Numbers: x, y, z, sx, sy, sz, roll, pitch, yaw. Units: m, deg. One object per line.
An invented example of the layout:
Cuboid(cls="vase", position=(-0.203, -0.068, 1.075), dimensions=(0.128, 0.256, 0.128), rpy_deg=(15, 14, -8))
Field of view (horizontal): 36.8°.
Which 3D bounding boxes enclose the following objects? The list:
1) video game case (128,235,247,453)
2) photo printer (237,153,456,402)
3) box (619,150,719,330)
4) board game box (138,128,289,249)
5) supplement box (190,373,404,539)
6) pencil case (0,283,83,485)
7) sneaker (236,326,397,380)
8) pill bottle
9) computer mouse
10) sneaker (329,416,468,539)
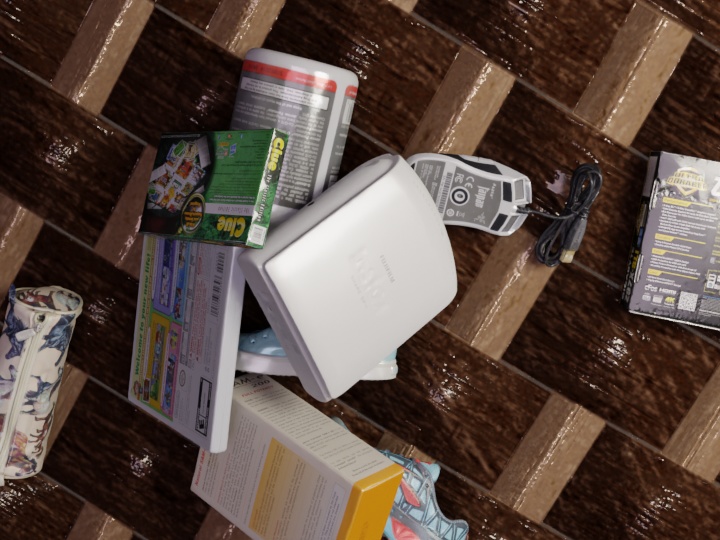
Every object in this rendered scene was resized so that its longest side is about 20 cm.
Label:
Cuboid(cls="video game case", position=(-0.173, 0.054, 1.065), dimensions=(0.022, 0.181, 0.204), rpy_deg=(1, 100, -38))
Cuboid(cls="photo printer", position=(0.000, 0.000, 1.021), dimensions=(0.199, 0.069, 0.168), rpy_deg=(-37, 116, -24))
Cuboid(cls="box", position=(0.371, -0.021, 1.069), dimensions=(0.196, 0.049, 0.163), rpy_deg=(10, 95, 3))
Cuboid(cls="board game box", position=(-0.142, -0.078, 1.011), dimensions=(0.023, 0.198, 0.107), rpy_deg=(20, 83, -39))
Cuboid(cls="supplement box", position=(-0.066, 0.204, 1.058), dimensions=(0.199, 0.073, 0.128), rpy_deg=(30, 115, 30))
Cuboid(cls="pencil case", position=(-0.346, 0.117, 1.113), dimensions=(0.077, 0.089, 0.203), rpy_deg=(17, 99, 1))
Cuboid(cls="sneaker", position=(-0.059, 0.065, 1.102), dimensions=(0.196, 0.074, 0.084), rpy_deg=(4, 90, -5))
Cuboid(cls="pill bottle", position=(-0.077, -0.105, 1.054), dimensions=(0.114, 0.116, 0.204), rpy_deg=(14, 97, 2))
Cuboid(cls="computer mouse", position=(0.133, -0.076, 1.077), dimensions=(0.197, 0.044, 0.111), rpy_deg=(16, 118, 1))
Cuboid(cls="sneaker", position=(0.035, 0.222, 1.120), dimensions=(0.095, 0.079, 0.201), rpy_deg=(-39, 93, -15))
